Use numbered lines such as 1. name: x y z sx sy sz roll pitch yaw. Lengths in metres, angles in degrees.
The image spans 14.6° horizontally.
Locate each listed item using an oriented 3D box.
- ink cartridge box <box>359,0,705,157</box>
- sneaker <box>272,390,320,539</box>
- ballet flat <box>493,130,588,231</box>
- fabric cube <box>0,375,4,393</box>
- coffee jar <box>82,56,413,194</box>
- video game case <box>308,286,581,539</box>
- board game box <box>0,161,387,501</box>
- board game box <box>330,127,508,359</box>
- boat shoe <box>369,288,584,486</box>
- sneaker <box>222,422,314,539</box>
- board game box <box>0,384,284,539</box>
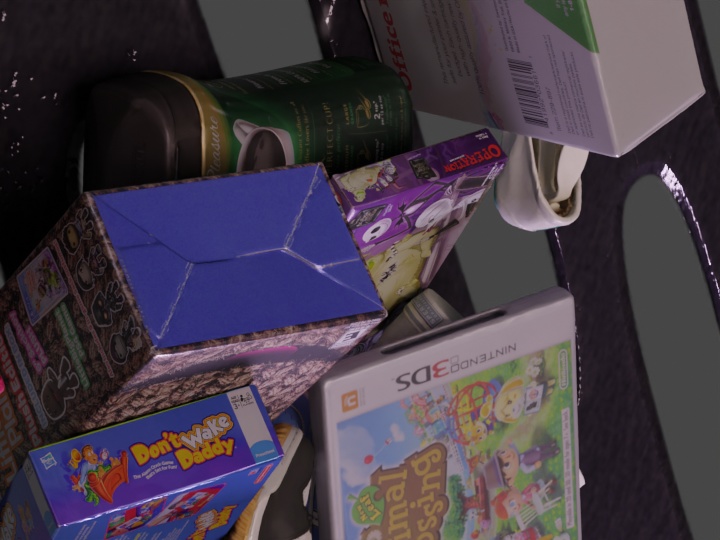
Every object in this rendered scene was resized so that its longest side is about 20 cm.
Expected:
1. ink cartridge box: 0.092 -0.162 1.651 0.087 0.199 0.146 -36 122 -31
2. sneaker: -0.011 0.150 1.701 0.077 0.076 0.201 -26 123 5
3. ballet flat: 0.122 -0.121 1.778 0.069 0.069 0.202 -11 109 -38
4. fabric cube: -0.328 0.012 1.345 0.200 0.196 0.200 -38 122 -25
5. coffee jar: -0.067 -0.066 1.617 0.199 0.085 0.105 -7 107 -40
6. video game case: 0.055 0.126 1.688 0.181 0.022 0.201 -18 118 -28
7. board game box: -0.111 0.038 1.526 0.159 0.200 0.097 -9 67 -38
8. board game box: 0.000 0.000 1.654 0.119 0.032 0.200 -15 151 -33
9. boat shoe: 0.069 0.089 1.748 0.071 0.070 0.201 -39 131 5
10. sneaker: -0.046 0.189 1.598 0.087 0.076 0.201 17 69 -9
11. board game box: -0.135 0.138 1.543 0.134 0.200 0.045 -15 70 -27
